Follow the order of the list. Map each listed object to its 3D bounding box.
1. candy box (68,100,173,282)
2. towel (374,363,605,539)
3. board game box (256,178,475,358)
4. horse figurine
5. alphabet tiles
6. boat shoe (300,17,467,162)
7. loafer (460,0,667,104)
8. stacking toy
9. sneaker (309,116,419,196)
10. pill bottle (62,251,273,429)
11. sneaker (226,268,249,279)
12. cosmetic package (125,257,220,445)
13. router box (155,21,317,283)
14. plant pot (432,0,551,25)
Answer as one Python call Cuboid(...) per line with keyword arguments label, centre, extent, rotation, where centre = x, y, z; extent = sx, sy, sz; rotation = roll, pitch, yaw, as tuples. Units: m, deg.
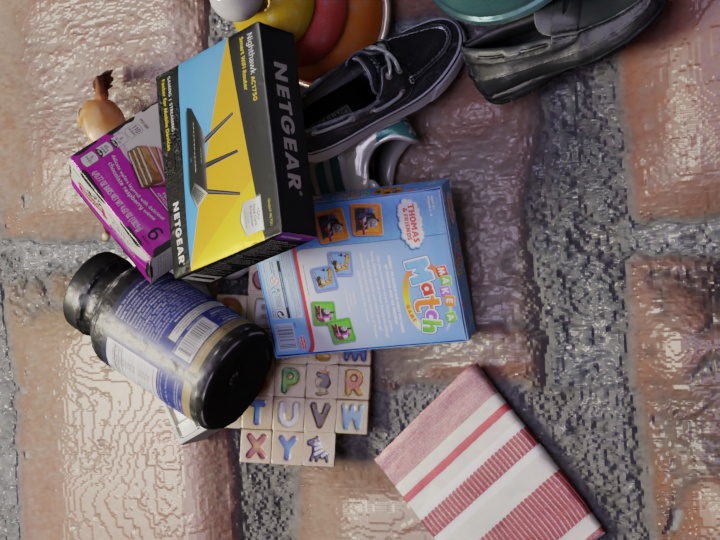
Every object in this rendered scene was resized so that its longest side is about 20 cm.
Cuboid(label="candy box", centre=(-0.166, -0.102, 1.630), extent=(0.199, 0.061, 0.137), rotation=(-36, 75, -21))
Cuboid(label="towel", centre=(0.121, 0.209, 1.573), extent=(0.144, 0.023, 0.200), rotation=(-45, 73, 21))
Cuboid(label="board game box", centre=(0.000, 0.000, 1.585), extent=(0.198, 0.037, 0.153), rotation=(-5, 106, 21))
Cuboid(label="horse figurine", centre=(-0.260, -0.118, 1.725), extent=(0.132, 0.049, 0.202), rotation=(146, 115, -72))
Cuboid(label="alphabet tiles", centre=(-0.068, 0.092, 1.652), extent=(0.165, 0.006, 0.202), rotation=(2, 85, 16))
Cuboid(label="boat shoe", centre=(0.014, -0.179, 1.548), extent=(0.199, 0.068, 0.072), rotation=(-32, 68, -6))
Cuboid(label="loafer", centre=(0.180, -0.216, 1.489), extent=(0.199, 0.068, 0.071), rotation=(-24, 119, 30))
Cuboid(label="stacking toy", centre=(-0.073, -0.248, 1.563), extent=(0.145, 0.200, 0.148), rotation=(1, 93, 29))
Cuboid(label="sneaker", centre=(-0.018, -0.079, 1.612), extent=(0.093, 0.070, 0.200), rotation=(44, 108, 27))
Cuboid(label="pill bottle", centre=(-0.193, 0.063, 1.634), extent=(0.199, 0.112, 0.113), rotation=(30, 106, 25))
Cuboid(label="sneaker", centre=(-0.181, -0.081, 1.695), extent=(0.080, 0.088, 0.201), rotation=(-40, 72, 26))
Cuboid(label="cosmetic package", centre=(-0.185, 0.071, 1.723), extent=(0.082, 0.051, 0.201), rotation=(-30, 77, 26))
Cuboid(label="router box", centre=(-0.116, -0.106, 1.523), extent=(0.148, 0.051, 0.202), rotation=(-21, 69, 40))
Cuboid(label="plant pot", centre=(0.083, -0.344, 1.442), extent=(0.199, 0.196, 0.202), rotation=(-13, 66, 32))
